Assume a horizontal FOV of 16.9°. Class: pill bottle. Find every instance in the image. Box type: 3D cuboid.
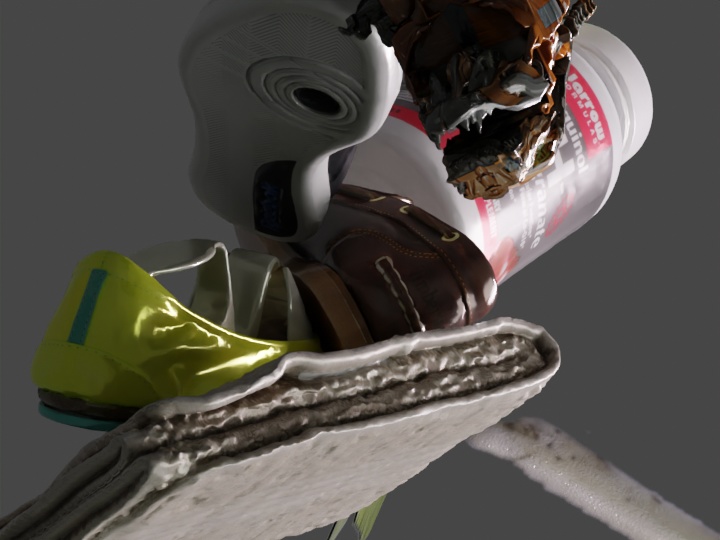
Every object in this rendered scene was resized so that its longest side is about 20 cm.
[{"bbox_3d":[0.060,-0.055,1.198,0.200,0.111,0.111,-34,151,-46],"label":"pill bottle"}]

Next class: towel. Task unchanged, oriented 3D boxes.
[{"bbox_3d":[-0.036,0.066,0.830,0.200,0.035,0.132,-10,160,-47],"label":"towel"}]

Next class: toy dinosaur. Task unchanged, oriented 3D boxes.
[{"bbox_3d":[0.027,-0.115,0.756,0.102,0.136,0.200,-33,-141,11],"label":"toy dinosaur"}]

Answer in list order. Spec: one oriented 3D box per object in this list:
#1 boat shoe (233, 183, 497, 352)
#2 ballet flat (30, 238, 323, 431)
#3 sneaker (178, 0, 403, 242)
[{"bbox_3d":[0.000,0.000,0.974,0.070,0.070,0.200,-29,-160,-9],"label":"boat shoe"},{"bbox_3d":[-0.052,0.023,0.867,0.200,0.067,0.067,10,89,-68],"label":"ballet flat"},{"bbox_3d":[-0.015,-0.095,0.864,0.200,0.073,0.112,121,-8,-69],"label":"sneaker"}]
